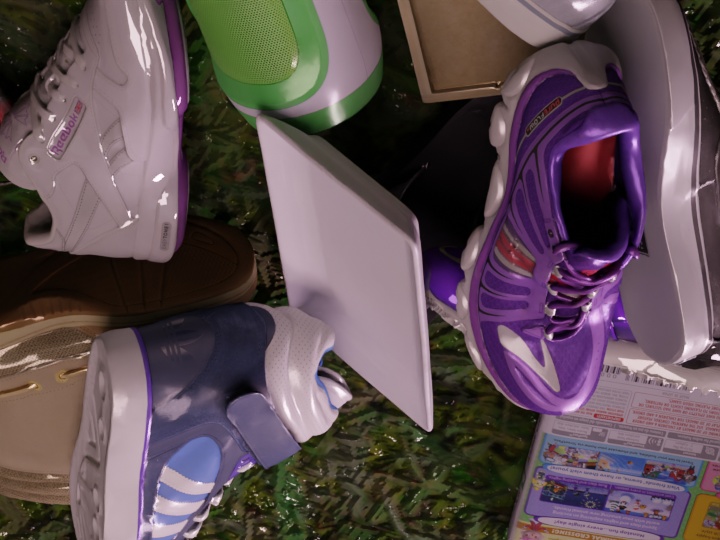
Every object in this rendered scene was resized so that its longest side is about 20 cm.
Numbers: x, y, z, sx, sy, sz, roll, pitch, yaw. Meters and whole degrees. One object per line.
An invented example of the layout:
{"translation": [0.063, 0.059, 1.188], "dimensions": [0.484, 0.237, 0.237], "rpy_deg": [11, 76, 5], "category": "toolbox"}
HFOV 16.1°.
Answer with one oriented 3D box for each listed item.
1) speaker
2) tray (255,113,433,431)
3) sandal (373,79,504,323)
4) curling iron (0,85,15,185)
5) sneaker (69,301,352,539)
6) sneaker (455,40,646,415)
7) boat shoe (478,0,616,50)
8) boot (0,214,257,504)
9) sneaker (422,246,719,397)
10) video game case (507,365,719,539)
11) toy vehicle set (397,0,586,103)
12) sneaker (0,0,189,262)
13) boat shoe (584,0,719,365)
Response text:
{"translation": [-0.052, -0.162, 1.184], "dimensions": [0.088, 0.089, 0.201], "rpy_deg": [-10, 130, 15], "category": "speaker"}
{"translation": [0.000, 0.000, 1.265], "dimensions": [0.107, 0.022, 0.200], "rpy_deg": [39, 160, 22], "category": "tray"}
{"translation": [0.033, -0.024, 1.322], "dimensions": [0.076, 0.043, 0.200], "rpy_deg": [23, 130, -13], "category": "sandal"}
{"translation": [-0.222, -0.117, 1.283], "dimensions": [0.049, 0.026, 0.200], "rpy_deg": [-19, 126, 18], "category": "curling iron"}
{"translation": [-0.074, 0.098, 1.358], "dimensions": [0.145, 0.081, 0.201], "rpy_deg": [-7, 136, -18], "category": "sneaker"}
{"translation": [0.094, -0.007, 1.197], "dimensions": [0.080, 0.084, 0.201], "rpy_deg": [-10, 128, -13], "category": "sneaker"}
{"translation": [0.048, -0.180, 1.134], "dimensions": [0.071, 0.070, 0.200], "rpy_deg": [-36, 124, 27], "category": "boat shoe"}
{"translation": [-0.136, 0.054, 1.396], "dimensions": [0.199, 0.073, 0.156], "rpy_deg": [-15, 135, 6], "category": "boot"}
{"translation": [0.122, -0.004, 1.304], "dimensions": [0.199, 0.070, 0.100], "rpy_deg": [12, 108, -24], "category": "sneaker"}
{"translation": [0.196, 0.109, 1.435], "dimensions": [0.198, 0.022, 0.183], "rpy_deg": [9, 132, -2], "category": "video game case"}
{"translation": [0.071, -0.171, 1.198], "dimensions": [0.123, 0.027, 0.201], "rpy_deg": [-5, 131, 12], "category": "toy vehicle set"}
{"translation": [-0.134, -0.081, 1.262], "dimensions": [0.099, 0.075, 0.201], "rpy_deg": [-1, 130, -6], "category": "sneaker"}
{"translation": [0.155, -0.054, 1.233], "dimensions": [0.063, 0.071, 0.201], "rpy_deg": [-23, 121, -25], "category": "boat shoe"}
